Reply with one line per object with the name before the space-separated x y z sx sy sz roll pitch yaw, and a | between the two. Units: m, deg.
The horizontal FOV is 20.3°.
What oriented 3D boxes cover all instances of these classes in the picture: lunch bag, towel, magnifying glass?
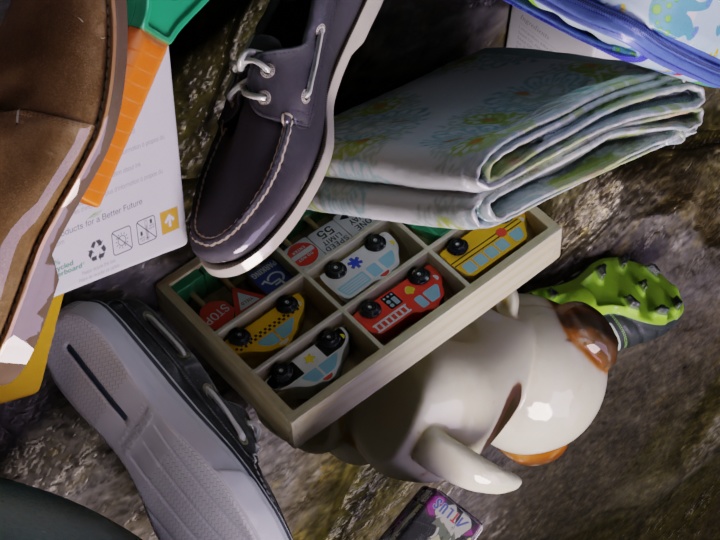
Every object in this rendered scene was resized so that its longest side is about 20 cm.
lunch bag | 0.102 -0.166 0.998 0.160 0.200 0.083 9 111 -59
towel | 0.062 -0.075 1.076 0.171 0.200 0.048 -23 109 -32
magnifying glass | -0.089 -0.125 0.900 0.079 0.022 0.201 28 81 -50

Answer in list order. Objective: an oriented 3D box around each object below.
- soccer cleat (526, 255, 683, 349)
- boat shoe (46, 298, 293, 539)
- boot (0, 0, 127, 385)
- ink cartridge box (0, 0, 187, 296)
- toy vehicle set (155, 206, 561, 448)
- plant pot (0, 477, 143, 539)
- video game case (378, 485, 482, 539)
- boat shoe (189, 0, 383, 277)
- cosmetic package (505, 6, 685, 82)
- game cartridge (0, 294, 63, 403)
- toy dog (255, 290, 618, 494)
soccer cleat | 0.157 0.039 1.452 0.199 0.068 0.081 -12 152 -45
boat shoe | -0.084 0.090 1.056 0.071 0.200 0.072 -22 163 -48
boot | -0.152 -0.053 0.823 0.075 0.073 0.201 14 95 -38
ink cartridge box | -0.166 -0.077 0.877 0.198 0.043 0.201 -24 121 -40
toy vehicle set | 0.000 0.000 1.130 0.200 0.124 0.027 -35 148 -23
plant pot | -0.202 0.200 1.020 0.196 0.200 0.196 -52 150 8
video game case | -0.006 0.197 1.096 0.182 0.036 0.200 -51 177 -4
boat shoe | -0.046 -0.095 0.975 0.063 0.072 0.201 40 64 -43
cosmetic package | 0.149 -0.164 1.189 0.101 0.071 0.201 -29 144 -29
game cartridge | -0.222 0.011 0.945 0.199 0.032 0.177 -18 138 -43
toy dog | 0.070 0.058 1.232 0.199 0.194 0.140 2 112 -45
